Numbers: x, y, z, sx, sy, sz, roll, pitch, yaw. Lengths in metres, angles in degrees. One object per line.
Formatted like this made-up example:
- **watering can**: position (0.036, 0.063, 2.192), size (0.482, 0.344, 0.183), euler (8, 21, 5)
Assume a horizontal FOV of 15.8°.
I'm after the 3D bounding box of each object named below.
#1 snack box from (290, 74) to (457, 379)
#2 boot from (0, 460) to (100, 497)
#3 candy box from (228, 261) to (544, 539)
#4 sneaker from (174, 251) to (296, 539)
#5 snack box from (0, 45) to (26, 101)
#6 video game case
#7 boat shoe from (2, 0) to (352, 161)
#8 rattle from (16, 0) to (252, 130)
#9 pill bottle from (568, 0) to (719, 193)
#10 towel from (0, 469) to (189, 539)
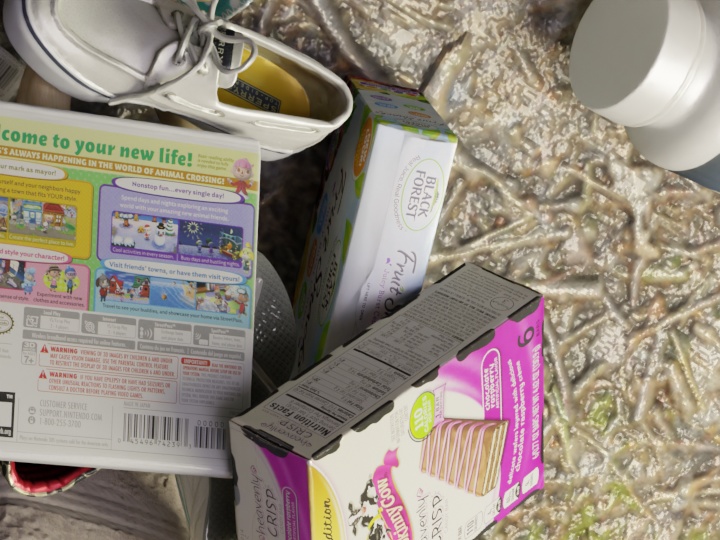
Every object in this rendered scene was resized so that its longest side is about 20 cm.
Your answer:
- **snack box**: position (0.000, 0.000, 1.494), size (0.053, 0.142, 0.200), euler (10, 103, -12)
- **boot**: position (-0.142, 0.037, 1.427), size (0.203, 0.154, 0.074), euler (-36, 121, -12)
- **candy box**: position (0.019, 0.101, 1.407), size (0.200, 0.061, 0.137), euler (-33, 133, -38)
- **sneaker**: position (-0.080, 0.084, 1.460), size (0.070, 0.080, 0.201), euler (-3, 100, -23)
- **snack box**: position (-0.270, -0.139, 1.370), size (0.072, 0.024, 0.200), euler (-50, 123, -2)
- **video game case**: position (-0.146, 0.009, 1.333), size (0.200, 0.022, 0.183), euler (7, 79, -29)
- **boat shoe**: position (-0.086, -0.114, 1.363), size (0.202, 0.086, 0.075), euler (25, 64, -33)
- **rattle**: position (-0.148, -0.095, 1.451), size (0.130, 0.143, 0.200), euler (19, 61, -20)
- **pill bottle**: position (0.231, -0.108, 1.597), size (0.200, 0.120, 0.120), euler (21, 97, -32)
- **towel**: position (-0.133, 0.157, 1.493), size (0.200, 0.133, 0.034), euler (22, 127, -33)
